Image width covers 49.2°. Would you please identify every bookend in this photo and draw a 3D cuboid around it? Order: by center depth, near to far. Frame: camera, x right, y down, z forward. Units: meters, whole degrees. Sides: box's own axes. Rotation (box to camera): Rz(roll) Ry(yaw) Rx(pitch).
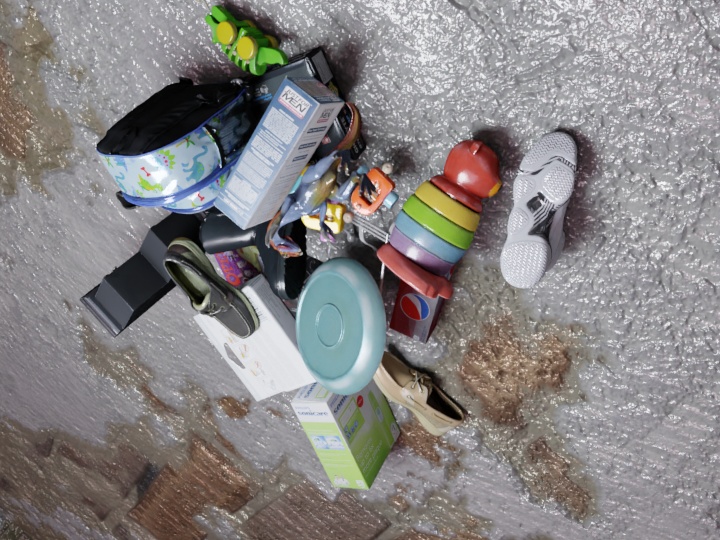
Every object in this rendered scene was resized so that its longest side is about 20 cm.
[{"bbox_3d":[-0.359,-0.012,1.342,0.092,0.200,0.199,46,144,-2],"label":"bookend"}]

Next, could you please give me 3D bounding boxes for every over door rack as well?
[{"bbox_3d":[0.000,0.000,1.186,0.147,0.066,0.204,32,112,45],"label":"over door rack"}]

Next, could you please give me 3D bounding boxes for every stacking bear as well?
[{"bbox_3d":[0.117,-0.078,1.049,0.113,0.121,0.202,35,101,19],"label":"stacking bear"}]

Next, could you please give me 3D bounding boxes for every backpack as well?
[{"bbox_3d":[-0.253,-0.167,1.116,0.181,0.200,0.149,10,132,40],"label":"backpack"}]

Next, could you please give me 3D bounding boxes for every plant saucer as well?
[{"bbox_3d":[-0.038,0.082,1.159,0.198,0.027,0.205,0,90,49],"label":"plant saucer"}]

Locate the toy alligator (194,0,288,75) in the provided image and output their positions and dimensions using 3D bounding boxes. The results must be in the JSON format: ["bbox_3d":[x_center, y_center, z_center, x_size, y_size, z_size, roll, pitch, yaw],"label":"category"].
[{"bbox_3d":[-0.183,-0.329,1.109,0.199,0.059,0.055,38,121,15],"label":"toy alligator"}]

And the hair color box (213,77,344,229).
[{"bbox_3d":[-0.110,-0.159,1.059,0.060,0.100,0.201,38,111,7],"label":"hair color box"}]

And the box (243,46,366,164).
[{"bbox_3d":[-0.107,-0.220,1.160,0.197,0.046,0.161,-9,118,35],"label":"box"}]

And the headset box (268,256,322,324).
[{"bbox_3d":[-0.060,0.075,1.334,0.197,0.075,0.150,25,132,13],"label":"headset box"}]

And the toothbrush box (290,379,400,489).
[{"bbox_3d":[-0.022,0.264,1.406,0.085,0.146,0.203,-7,119,35],"label":"toothbrush box"}]

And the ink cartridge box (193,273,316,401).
[{"bbox_3d":[-0.173,0.122,1.358,0.172,0.044,0.202,-24,107,42],"label":"ink cartridge box"}]

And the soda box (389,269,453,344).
[{"bbox_3d":[0.100,0.012,1.198,0.069,0.064,0.203,24,131,14],"label":"soda box"}]

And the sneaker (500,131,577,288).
[{"bbox_3d":[0.239,-0.078,1.041,0.074,0.115,0.204,16,96,18],"label":"sneaker"}]

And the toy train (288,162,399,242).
[{"bbox_3d":[-0.042,-0.132,1.127,0.199,0.056,0.151,39,111,8],"label":"toy train"}]

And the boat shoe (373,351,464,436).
[{"bbox_3d":[0.097,0.201,1.344,0.200,0.072,0.064,42,130,-18],"label":"boat shoe"}]

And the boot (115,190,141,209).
[{"bbox_3d":[-0.296,-0.146,1.272,0.197,0.131,0.069,-9,119,36],"label":"boot"}]

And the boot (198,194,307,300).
[{"bbox_3d":[-0.169,-0.039,1.226,0.165,0.204,0.077,-8,153,19],"label":"boot"}]

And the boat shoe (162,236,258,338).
[{"bbox_3d":[-0.245,0.041,1.262,0.071,0.066,0.202,-25,112,33],"label":"boat shoe"}]

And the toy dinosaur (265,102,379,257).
[{"bbox_3d":[-0.060,-0.098,1.089,0.104,0.203,0.180,35,143,-31],"label":"toy dinosaur"}]

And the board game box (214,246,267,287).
[{"bbox_3d":[-0.217,-0.060,1.364,0.118,0.032,0.203,-1,123,37],"label":"board game box"}]
